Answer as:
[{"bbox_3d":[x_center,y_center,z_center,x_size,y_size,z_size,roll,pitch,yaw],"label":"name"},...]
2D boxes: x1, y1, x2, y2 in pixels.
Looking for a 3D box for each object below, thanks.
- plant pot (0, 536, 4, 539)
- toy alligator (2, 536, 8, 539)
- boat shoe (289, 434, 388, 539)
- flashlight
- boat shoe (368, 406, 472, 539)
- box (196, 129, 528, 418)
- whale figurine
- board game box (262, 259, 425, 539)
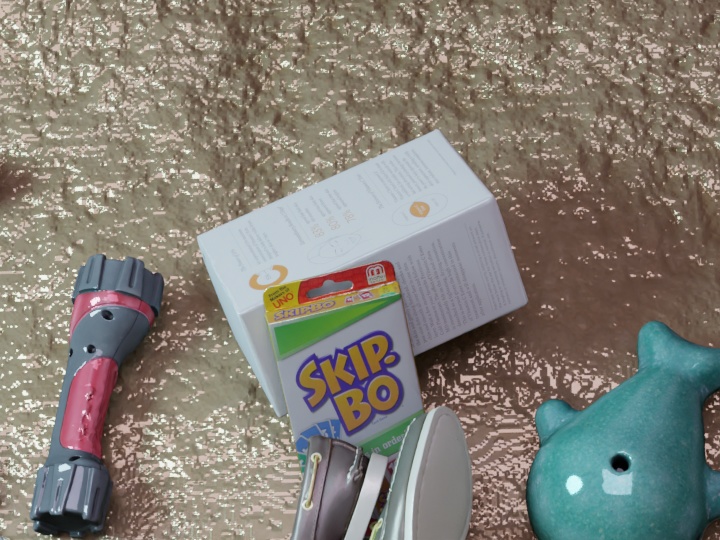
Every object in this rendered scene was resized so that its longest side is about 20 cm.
[{"bbox_3d":[-0.253,0.327,1.597,0.196,0.200,0.196,-33,67,-11],"label":"plant pot"},{"bbox_3d":[-0.312,0.136,1.772,0.059,0.054,0.200,-36,67,-12],"label":"toy alligator"},{"bbox_3d":[-0.041,0.213,1.681,0.059,0.072,0.201,21,91,0],"label":"boat shoe"},{"bbox_3d":[-0.191,0.091,1.778,0.067,0.068,0.201,6,64,4],"label":"flashlight"},{"bbox_3d":[0.032,0.191,1.661,0.060,0.072,0.203,-9,65,37],"label":"boat shoe"},{"bbox_3d":[0.000,0.000,1.760,0.199,0.098,0.125,-24,31,-6],"label":"box"},{"bbox_3d":[0.195,0.122,1.710,0.158,0.104,0.201,24,69,16],"label":"whale figurine"},{"bbox_3d":[-0.004,0.094,1.704,0.095,0.201,0.030,-13,22,-3],"label":"board game box"}]
